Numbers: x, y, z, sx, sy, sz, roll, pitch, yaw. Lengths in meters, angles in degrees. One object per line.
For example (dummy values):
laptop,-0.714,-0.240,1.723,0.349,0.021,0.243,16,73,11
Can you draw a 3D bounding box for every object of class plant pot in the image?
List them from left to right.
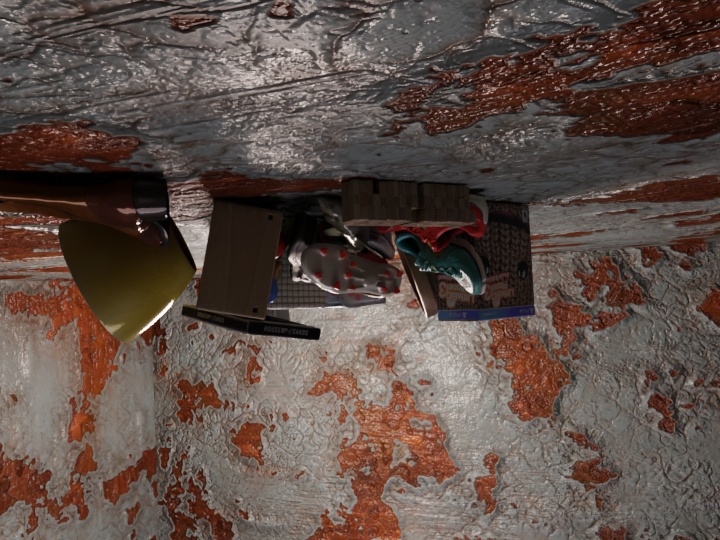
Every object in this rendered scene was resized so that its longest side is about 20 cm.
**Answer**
plant pot,-0.336,-0.013,0.905,0.141,0.202,0.200,-27,-179,-8
plant pot,0.129,-0.020,1.135,0.092,0.203,0.201,-22,177,2

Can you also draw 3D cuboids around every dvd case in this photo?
dvd case,-0.185,0.086,0.996,0.199,0.025,0.149,8,177,44

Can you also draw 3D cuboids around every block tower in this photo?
block tower,0.065,-0.091,0.821,0.198,0.059,0.054,0,176,-30

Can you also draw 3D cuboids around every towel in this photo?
towel,-0.163,-0.010,1.141,0.198,0.168,0.085,0,179,-36

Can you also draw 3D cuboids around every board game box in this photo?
board game box,0.220,-0.015,1.060,0.158,0.203,0.096,-2,178,-38

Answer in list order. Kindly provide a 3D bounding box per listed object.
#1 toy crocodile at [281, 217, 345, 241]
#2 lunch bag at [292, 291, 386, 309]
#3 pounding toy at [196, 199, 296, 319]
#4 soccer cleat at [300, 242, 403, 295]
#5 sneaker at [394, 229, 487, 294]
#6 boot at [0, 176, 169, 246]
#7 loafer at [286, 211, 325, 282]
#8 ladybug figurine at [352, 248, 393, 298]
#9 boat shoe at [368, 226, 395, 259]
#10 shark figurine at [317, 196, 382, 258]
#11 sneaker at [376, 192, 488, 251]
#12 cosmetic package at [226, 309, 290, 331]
toy crocodile,-0.080,-0.065,1.102,0.198,0.068,0.061,-4,172,-39
lunch bag,-0.044,-0.008,1.249,0.197,0.172,0.127,-2,-177,17
pounding toy,-0.167,-0.022,0.942,0.140,0.187,0.200,10,176,-10
soccer cleat,-0.020,0.003,0.921,0.198,0.070,0.077,14,179,-40
sneaker,0.131,-0.015,0.972,0.079,0.078,0.200,-22,-142,-23
boot,-0.334,-0.067,0.716,0.197,0.070,0.188,-2,178,-16
loafer,-0.075,-0.033,0.953,0.070,0.074,0.200,12,162,0
ladybug figurine,0.000,0.000,1.104,0.134,0.073,0.200,12,172,21
boat shoe,0.032,-0.067,1.105,0.070,0.071,0.200,13,173,11
shark figurine,-0.007,-0.073,0.973,0.127,0.090,0.215,31,169,1
sneaker,0.105,-0.072,0.939,0.198,0.086,0.077,-5,175,35
cosmetic package,-0.227,0.087,1.277,0.105,0.092,0.200,-5,176,-21
